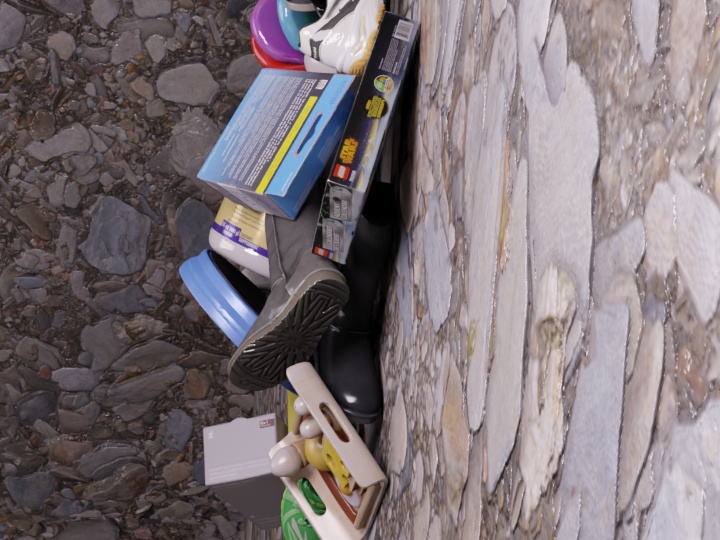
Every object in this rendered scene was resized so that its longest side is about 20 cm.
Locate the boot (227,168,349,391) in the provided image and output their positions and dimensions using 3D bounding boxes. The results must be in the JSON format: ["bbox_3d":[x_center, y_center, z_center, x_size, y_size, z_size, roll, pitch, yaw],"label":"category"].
[{"bbox_3d":[-0.083,0.003,1.382,0.182,0.072,0.201,-44,39,19],"label":"boot"}]

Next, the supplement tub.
[{"bbox_3d":[-0.077,-0.094,1.545,0.145,0.144,0.202,-133,67,-80],"label":"supplement tub"}]

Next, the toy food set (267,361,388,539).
[{"bbox_3d":[-0.044,0.200,1.368,0.144,0.060,0.201,54,156,21],"label":"toy food set"}]

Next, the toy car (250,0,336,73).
[{"bbox_3d":[-0.064,-0.299,1.654,0.200,0.147,0.178,121,151,-75],"label":"toy car"}]

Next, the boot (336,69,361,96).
[{"bbox_3d":[-0.003,-0.283,1.512,0.075,0.072,0.204,55,-145,-86],"label":"boot"}]

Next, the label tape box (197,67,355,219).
[{"bbox_3d":[-0.071,-0.131,1.377,0.199,0.063,0.145,18,75,57],"label":"label tape box"}]

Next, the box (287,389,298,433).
[{"bbox_3d":[-0.061,0.243,1.708,0.076,0.049,0.202,64,-163,-48],"label":"box"}]

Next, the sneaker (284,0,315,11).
[{"bbox_3d":[-0.044,-0.393,1.535,0.107,0.074,0.201,77,-150,-46],"label":"sneaker"}]

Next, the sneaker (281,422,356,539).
[{"bbox_3d":[-0.052,0.258,1.540,0.084,0.073,0.203,-87,7,-67],"label":"sneaker"}]

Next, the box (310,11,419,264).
[{"bbox_3d":[0.004,-0.126,1.271,0.137,0.039,0.202,106,-178,-61],"label":"box"}]

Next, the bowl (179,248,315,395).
[{"bbox_3d":[-0.121,0.055,1.495,0.039,0.201,0.201,-44,12,3],"label":"bowl"}]

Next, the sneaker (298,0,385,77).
[{"bbox_3d":[-0.008,-0.298,1.360,0.076,0.086,0.202,103,-176,-65],"label":"sneaker"}]

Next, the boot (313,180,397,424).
[{"bbox_3d":[0.004,0.030,1.364,0.166,0.065,0.202,-117,39,-50],"label":"boot"}]

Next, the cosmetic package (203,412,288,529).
[{"bbox_3d":[-0.123,0.268,1.760,0.200,0.105,0.091,50,-151,-59],"label":"cosmetic package"}]

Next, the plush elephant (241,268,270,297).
[{"bbox_3d":[-0.089,0.080,1.663,0.201,0.152,0.167,104,167,-57],"label":"plush elephant"}]
